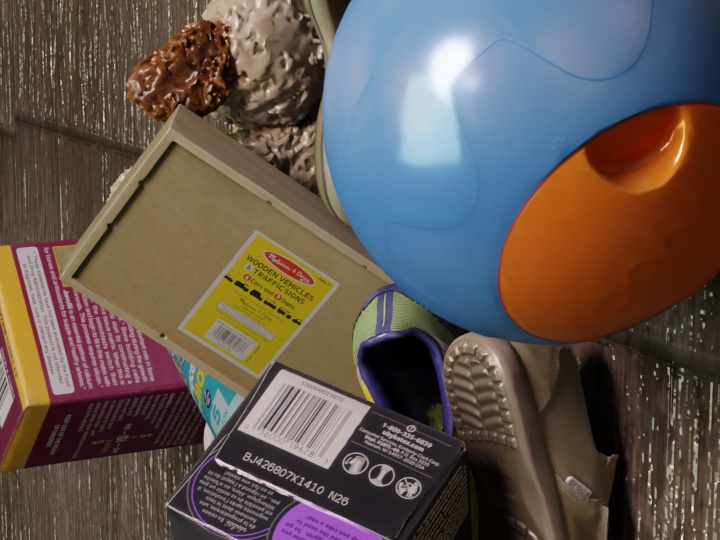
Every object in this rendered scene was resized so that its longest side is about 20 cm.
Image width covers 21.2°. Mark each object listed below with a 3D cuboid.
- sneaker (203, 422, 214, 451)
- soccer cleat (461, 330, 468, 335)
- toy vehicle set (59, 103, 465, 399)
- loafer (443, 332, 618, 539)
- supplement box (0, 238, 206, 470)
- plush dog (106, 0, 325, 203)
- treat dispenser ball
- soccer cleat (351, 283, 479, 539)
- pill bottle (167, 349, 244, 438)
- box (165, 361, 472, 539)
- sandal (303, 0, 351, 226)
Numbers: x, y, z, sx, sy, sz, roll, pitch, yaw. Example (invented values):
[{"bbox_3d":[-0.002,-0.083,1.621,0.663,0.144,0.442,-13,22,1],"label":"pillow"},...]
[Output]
[{"bbox_3d":[-0.059,0.194,1.296,0.200,0.073,0.112,56,143,27],"label":"sneaker"},{"bbox_3d":[0.000,0.000,1.167,0.200,0.073,0.068,54,139,45],"label":"soccer cleat"},{"bbox_3d":[-0.053,0.011,1.077,0.124,0.200,0.027,-48,16,30],"label":"toy vehicle set"},{"bbox_3d":[0.100,0.117,0.995,0.076,0.068,0.201,18,126,54],"label":"loafer"},{"bbox_3d":[-0.169,0.053,1.378,0.103,0.199,0.131,-58,44,51],"label":"supplement box"},{"bbox_3d":[-0.047,-0.098,1.106,0.160,0.200,0.172,16,136,29],"label":"plush dog"},{"bbox_3d":[0.083,-0.068,0.843,0.201,0.200,0.202,18,110,62],"label":"treat dispenser ball"},{"bbox_3d":[0.043,0.104,1.035,0.084,0.064,0.201,-65,-44,-68],"label":"soccer cleat"},{"bbox_3d":[-0.063,0.055,1.266,0.200,0.110,0.111,55,141,47],"label":"pill bottle"},{"bbox_3d":[-0.015,0.163,1.018,0.122,0.106,0.200,23,145,22],"label":"box"},{"bbox_3d":[0.016,-0.117,1.016,0.057,0.080,0.202,20,120,46],"label":"sandal"}]
